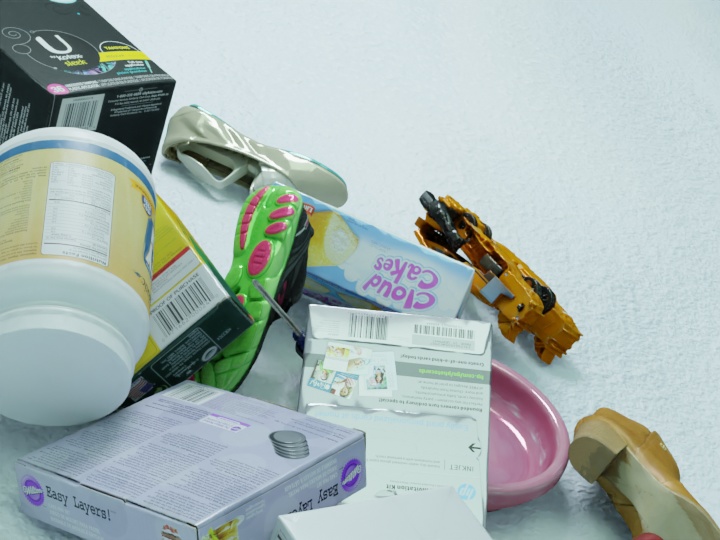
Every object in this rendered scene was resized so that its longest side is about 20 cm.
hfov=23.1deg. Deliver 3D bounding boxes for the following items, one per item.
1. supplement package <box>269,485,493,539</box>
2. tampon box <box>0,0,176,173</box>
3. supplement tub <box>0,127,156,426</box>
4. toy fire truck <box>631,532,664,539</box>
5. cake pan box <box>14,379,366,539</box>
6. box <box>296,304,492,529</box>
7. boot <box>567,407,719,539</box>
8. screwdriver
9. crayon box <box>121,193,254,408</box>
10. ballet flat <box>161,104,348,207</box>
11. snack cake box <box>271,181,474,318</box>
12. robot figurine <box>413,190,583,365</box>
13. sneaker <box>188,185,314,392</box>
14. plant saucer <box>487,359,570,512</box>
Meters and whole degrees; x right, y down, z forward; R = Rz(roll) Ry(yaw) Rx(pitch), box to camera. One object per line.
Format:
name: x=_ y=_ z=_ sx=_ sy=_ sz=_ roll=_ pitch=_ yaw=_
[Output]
supplement package: x=0.038 y=0.265 z=1.223 sx=0.155 sy=0.111 sz=0.200 roll=-4 pitch=39 yaw=-34
tampon box: x=-0.303 y=-0.173 z=1.698 sx=0.150 sy=0.127 sz=0.200 roll=-14 pitch=44 yaw=-44
supplement tub: x=-0.233 y=0.004 z=1.369 sx=0.144 sy=0.145 sz=0.201 roll=11 pitch=49 yaw=-15
toy fire truck: x=0.233 y=0.301 z=1.222 sx=0.112 sy=0.168 sz=0.200 roll=-15 pitch=45 yaw=-43
cake pan box: x=-0.126 y=0.148 z=1.303 sx=0.199 sy=0.053 sz=0.184 roll=12 pitch=23 yaw=36
box: x=0.025 y=0.125 z=1.407 sx=0.155 sy=0.041 sz=0.201 roll=5 pitch=53 yaw=-1
boot: x=0.263 y=0.196 z=1.510 sx=0.201 sy=0.071 sz=0.144 roll=46 pitch=18 yaw=11
screwdriver: x=-0.059 y=0.049 z=1.476 sx=0.028 sy=0.029 sz=0.200 roll=44 pitch=0 yaw=28
crayon box: x=-0.188 y=0.013 z=1.476 sx=0.200 sy=0.127 sz=0.051 roll=52 pitch=2 yaw=40
ballet flat: x=-0.111 y=-0.097 z=1.765 sx=0.199 sy=0.070 sz=0.069 roll=25 pitch=31 yaw=12
snack cake box: x=0.000 y=0.000 z=1.607 sx=0.199 sy=0.067 sz=0.115 roll=23 pitch=-13 yaw=6
robot figurine: x=0.124 y=0.001 z=1.711 sx=0.145 sy=0.058 sz=0.200 roll=31 pitch=13 yaw=-49
sneaker: x=-0.085 y=0.027 z=1.498 sx=0.077 sy=0.201 sz=0.084 roll=13 pitch=-21 yaw=34
plant saucer: x=0.078 y=0.138 z=1.505 sx=0.200 sy=0.051 sz=0.201 roll=14 pitch=31 yaw=-9
